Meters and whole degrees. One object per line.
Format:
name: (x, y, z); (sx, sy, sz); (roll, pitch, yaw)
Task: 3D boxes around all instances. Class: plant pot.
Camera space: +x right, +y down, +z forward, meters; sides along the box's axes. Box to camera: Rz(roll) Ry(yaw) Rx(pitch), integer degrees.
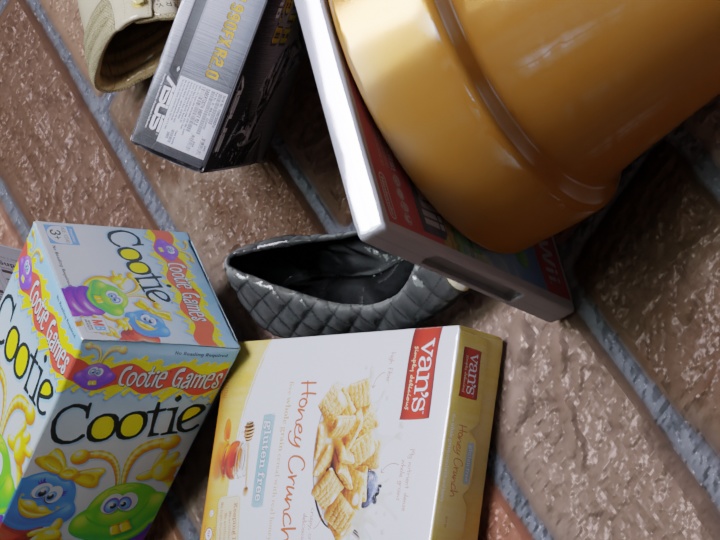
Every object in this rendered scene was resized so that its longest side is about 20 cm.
plant pot: (0.111, -0.136, 1.430); (0.183, 0.200, 0.201); (-26, 58, 24)

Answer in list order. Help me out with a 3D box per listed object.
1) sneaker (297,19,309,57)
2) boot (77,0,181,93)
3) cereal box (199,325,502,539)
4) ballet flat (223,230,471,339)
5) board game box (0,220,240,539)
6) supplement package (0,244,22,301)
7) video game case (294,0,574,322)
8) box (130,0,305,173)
sneaker: (0.043, -0.168, 1.598); (0.202, 0.067, 0.108); (-52, 42, 22)
boot: (-0.124, -0.222, 1.808); (0.200, 0.073, 0.156); (-43, 49, 36)
cereal box: (-0.009, 0.107, 1.594); (0.200, 0.039, 0.145); (-7, 71, 49)
ballet flat: (0.000, 0.000, 1.599); (0.200, 0.057, 0.067); (-16, 48, 45)
board game box: (-0.166, 0.081, 1.707); (0.200, 0.103, 0.105); (-63, 38, 33)
supplement package: (-0.270, 0.087, 1.820); (0.200, 0.155, 0.111); (-52, 45, 25)
video game case: (0.039, -0.059, 1.457); (0.017, 0.200, 0.143); (-25, 66, 24)
box: (-0.058, -0.158, 1.653); (0.048, 0.158, 0.201); (23, 97, 9)
